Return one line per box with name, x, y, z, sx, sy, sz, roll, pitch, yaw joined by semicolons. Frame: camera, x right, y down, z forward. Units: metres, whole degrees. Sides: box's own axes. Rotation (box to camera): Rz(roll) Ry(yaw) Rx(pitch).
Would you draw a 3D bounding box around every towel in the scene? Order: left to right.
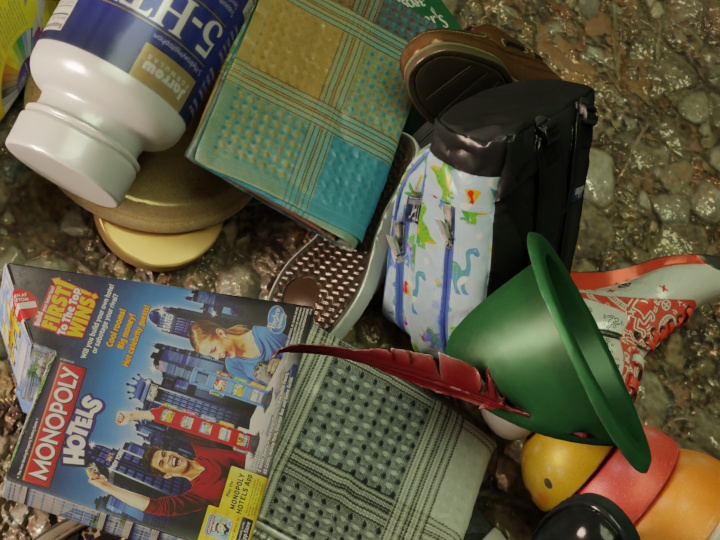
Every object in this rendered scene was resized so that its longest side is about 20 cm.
towel;-0.032;-0.130;1.269;0.146;0.022;0.201;28;64;-18
towel;-0.014;0.135;1.162;0.192;0.035;0.201;33;48;-5

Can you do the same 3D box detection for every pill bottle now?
pill bottle;-0.160;-0.152;1.215;0.119;0.120;0.201;28;79;-4

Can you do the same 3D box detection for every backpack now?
backpack;0.092;-0.024;1.256;0.163;0.153;0.202;-34;122;-54

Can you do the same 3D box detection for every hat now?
hat;0.074;0.079;1.166;0.175;0.166;0.201;-27;100;12

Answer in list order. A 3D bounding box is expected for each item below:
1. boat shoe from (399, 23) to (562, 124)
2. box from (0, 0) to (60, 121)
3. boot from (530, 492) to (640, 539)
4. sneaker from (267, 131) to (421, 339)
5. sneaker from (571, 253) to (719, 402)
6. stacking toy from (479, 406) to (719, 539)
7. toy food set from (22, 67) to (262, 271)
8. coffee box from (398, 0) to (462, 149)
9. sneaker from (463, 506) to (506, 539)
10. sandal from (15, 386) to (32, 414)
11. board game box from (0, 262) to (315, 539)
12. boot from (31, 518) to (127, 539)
boat shoe;0.088;-0.150;1.328;0.199;0.072;0.068;18;43;-54
box;-0.264;-0.201;1.279;0.048;0.118;0.201;11;53;20
boot;0.084;0.238;1.133;0.162;0.198;0.074;-32;77;-38
sneaker;0.000;0.000;1.303;0.072;0.085;0.201;25;74;30
sneaker;0.212;0.052;1.355;0.200;0.067;0.109;-6;66;-19
stacking toy;0.161;0.143;1.233;0.200;0.146;0.146;40;57;0
toy food set;-0.154;-0.110;1.312;0.200;0.049;0.198;41;57;5
coffee box;0.059;-0.149;1.393;0.123;0.044;0.201;-15;67;-53
sneaker;0.001;0.206;1.195;0.112;0.073;0.200;47;49;12
sandal;-0.156;0.089;1.200;0.199;0.079;0.087;31;91;-10
board game box;-0.147;0.081;1.088;0.198;0.062;0.201;19;47;-4
boot;-0.142;0.224;1.112;0.150;0.073;0.199;42;49;19
